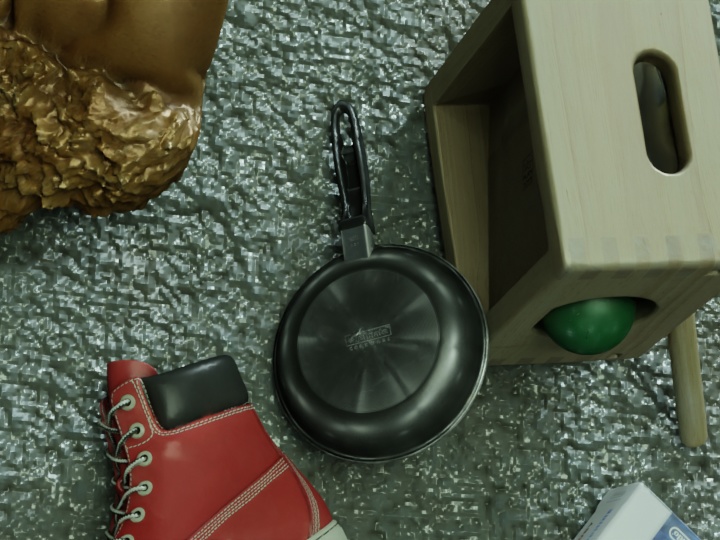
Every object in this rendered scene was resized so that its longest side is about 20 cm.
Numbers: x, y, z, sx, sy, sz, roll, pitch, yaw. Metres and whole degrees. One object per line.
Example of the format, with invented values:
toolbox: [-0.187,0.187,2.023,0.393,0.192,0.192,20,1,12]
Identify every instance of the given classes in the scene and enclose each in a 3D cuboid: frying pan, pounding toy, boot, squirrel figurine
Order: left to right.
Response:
squirrel figurine: [-0.164,-0.119,1.226,0.186,0.142,0.201,12,72,-10]
boot: [-0.117,0.127,1.222,0.200,0.072,0.145,-32,90,-31]
frying pan: [0.016,0.003,1.287,0.114,0.031,0.191,8,75,20]
pounding toy: [0.129,-0.026,1.294,0.141,0.184,0.201,-2,72,-17]

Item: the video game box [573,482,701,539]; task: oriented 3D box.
video game box: [0.153,0.242,1.303,0.200,0.047,0.182,43,70,-6]
